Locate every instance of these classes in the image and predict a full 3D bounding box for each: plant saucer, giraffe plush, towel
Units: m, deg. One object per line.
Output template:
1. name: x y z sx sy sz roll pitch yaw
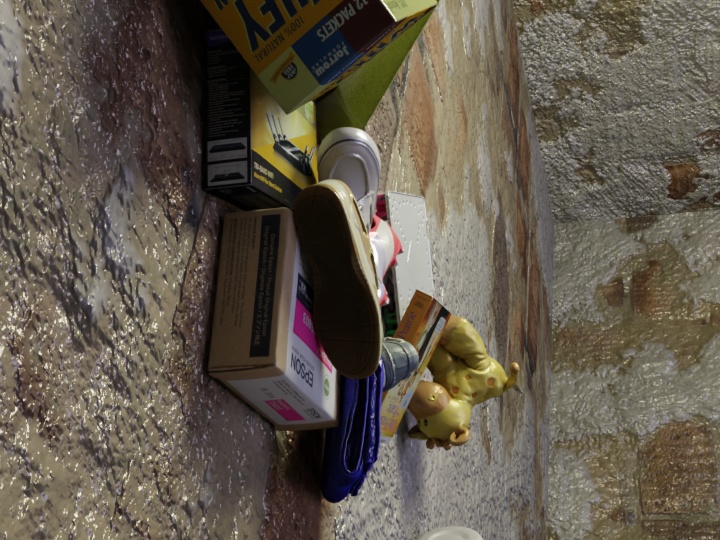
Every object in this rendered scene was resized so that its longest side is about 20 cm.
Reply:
1. plant saucer: 0.010 -0.251 1.333 0.201 0.048 0.200 -60 -168 -6
2. giraffe plush: 0.133 0.187 1.709 0.163 0.199 0.173 -52 176 -22
3. towel: -0.006 0.175 1.250 0.200 0.049 0.149 112 -14 -68

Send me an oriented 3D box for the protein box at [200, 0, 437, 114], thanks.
1. protein box: -0.054 -0.282 1.053 0.201 0.134 0.199 52 22 -5

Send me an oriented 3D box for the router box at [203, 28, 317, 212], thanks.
1. router box: -0.098 -0.140 1.148 0.200 0.052 0.159 26 61 -72

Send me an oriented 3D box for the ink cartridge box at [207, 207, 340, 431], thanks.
1. ink cartridge box: -0.078 0.055 1.130 0.200 0.074 0.167 56 32 -62

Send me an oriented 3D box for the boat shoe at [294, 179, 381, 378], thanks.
1. boat shoe: -0.011 0.006 1.109 0.066 0.073 0.202 -43 127 -62

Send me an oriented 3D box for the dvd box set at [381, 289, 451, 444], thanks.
1. dvd box set: 0.055 0.131 1.479 0.202 0.029 0.146 -64 162 -4

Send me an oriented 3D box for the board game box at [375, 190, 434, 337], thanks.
1. board game box: 0.065 -0.006 1.583 0.200 0.026 0.203 -3 88 -72

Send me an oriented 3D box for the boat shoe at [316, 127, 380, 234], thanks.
1. boat shoe: -0.014 -0.066 1.221 0.201 0.070 0.070 97 -10 -51

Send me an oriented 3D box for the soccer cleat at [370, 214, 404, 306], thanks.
1. soccer cleat: 0.000 0.000 1.354 0.077 0.066 0.201 47 33 -15

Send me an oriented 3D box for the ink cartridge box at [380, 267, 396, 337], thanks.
1. ink cartridge box: 0.038 0.082 1.582 0.200 0.040 0.203 47 42 -65

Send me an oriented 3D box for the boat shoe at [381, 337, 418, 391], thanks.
1. boat shoe: 0.021 0.118 1.350 0.200 0.061 0.074 140 -67 -75

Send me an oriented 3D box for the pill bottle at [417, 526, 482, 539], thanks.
1. pill bottle: 0.147 0.508 1.726 0.111 0.109 0.203 -44 127 -69
